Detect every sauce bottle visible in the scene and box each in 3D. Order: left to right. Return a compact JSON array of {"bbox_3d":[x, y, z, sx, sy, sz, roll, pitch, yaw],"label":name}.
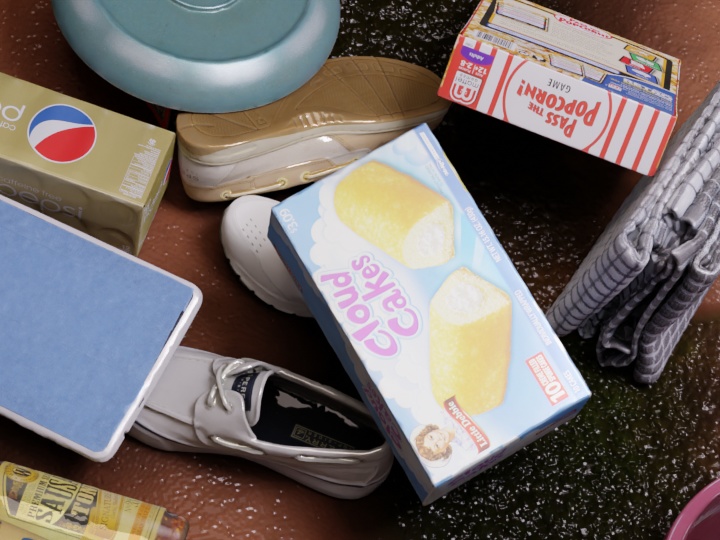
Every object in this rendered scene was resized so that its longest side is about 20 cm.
[{"bbox_3d":[-0.205,0.152,1.434,0.199,0.066,0.066,16,59,-3],"label":"sauce bottle"}]

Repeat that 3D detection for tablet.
[{"bbox_3d":[-0.213,0.028,1.504,0.199,0.014,0.131,24,71,17],"label":"tablet"}]

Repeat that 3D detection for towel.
[{"bbox_3d":[0.222,-0.034,1.563,0.085,0.166,0.200,36,61,2],"label":"towel"}]

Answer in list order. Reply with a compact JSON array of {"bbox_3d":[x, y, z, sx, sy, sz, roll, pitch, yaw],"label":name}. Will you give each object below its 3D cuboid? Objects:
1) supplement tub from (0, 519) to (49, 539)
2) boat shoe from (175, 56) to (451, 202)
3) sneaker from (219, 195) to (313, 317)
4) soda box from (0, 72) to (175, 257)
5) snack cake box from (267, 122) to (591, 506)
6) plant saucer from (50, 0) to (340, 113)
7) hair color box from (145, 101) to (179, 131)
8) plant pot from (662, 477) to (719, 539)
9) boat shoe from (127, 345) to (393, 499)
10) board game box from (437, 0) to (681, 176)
[{"bbox_3d":[-0.208,0.219,1.348,0.199,0.145,0.145,22,59,2],"label":"supplement tub"},{"bbox_3d":[-0.034,-0.092,1.604,0.199,0.069,0.074,-11,47,-22],"label":"boat shoe"},{"bbox_3d":[0.000,0.000,1.547,0.199,0.087,0.075,27,61,7],"label":"sneaker"},{"bbox_3d":[-0.226,-0.081,1.562,0.199,0.068,0.064,20,58,2],"label":"soda box"},{"bbox_3d":[0.039,0.027,1.459,0.115,0.067,0.201,-29,79,-11],"label":"snack cake box"},{"bbox_3d":[-0.109,-0.193,1.596,0.199,0.027,0.201,6,56,-9],"label":"plant saucer"},{"bbox_3d":[-0.142,-0.203,1.652,0.101,0.061,0.200,-26,69,-25],"label":"hair color box"},{"bbox_3d":[0.284,0.189,1.436,0.198,0.179,0.201,4,60,-7],"label":"plant pot"},{"bbox_3d":[-0.072,0.087,1.495,0.199,0.066,0.072,23,59,3],"label":"boat shoe"},{"bbox_3d":[0.139,-0.132,1.603,0.151,0.047,0.200,21,18,3],"label":"board game box"}]
